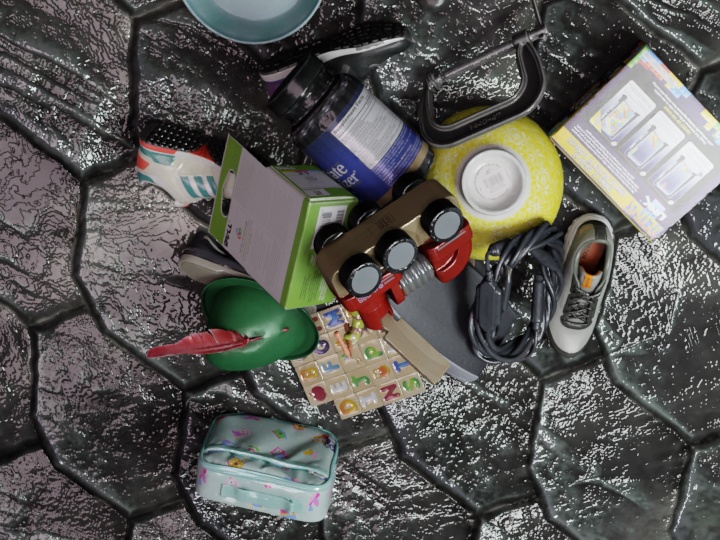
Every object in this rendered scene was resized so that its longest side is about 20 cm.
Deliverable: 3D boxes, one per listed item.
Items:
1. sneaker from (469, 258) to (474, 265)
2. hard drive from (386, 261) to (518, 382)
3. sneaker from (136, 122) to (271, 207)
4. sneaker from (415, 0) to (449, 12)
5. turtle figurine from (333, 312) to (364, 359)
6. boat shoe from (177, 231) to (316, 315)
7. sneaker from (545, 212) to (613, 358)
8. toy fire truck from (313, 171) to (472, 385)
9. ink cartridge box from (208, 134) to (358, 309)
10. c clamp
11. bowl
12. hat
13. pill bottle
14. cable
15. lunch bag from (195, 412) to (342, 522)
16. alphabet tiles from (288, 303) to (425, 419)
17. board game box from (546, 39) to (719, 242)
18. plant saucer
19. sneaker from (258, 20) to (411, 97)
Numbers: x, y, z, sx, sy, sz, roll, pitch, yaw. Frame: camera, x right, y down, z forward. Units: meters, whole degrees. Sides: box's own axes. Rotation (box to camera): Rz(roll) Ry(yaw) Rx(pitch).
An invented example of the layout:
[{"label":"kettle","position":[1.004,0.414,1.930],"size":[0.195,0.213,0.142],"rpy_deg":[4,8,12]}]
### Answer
[{"label":"sneaker","position":[0.123,0.015,1.434],"size":[0.070,0.076,0.202],"rpy_deg":[-10,108,8]},{"label":"hard drive","position":[0.111,0.048,1.375],"size":[0.200,0.042,0.135],"rpy_deg":[40,82,-28]},{"label":"sneaker","position":[-0.206,-0.123,1.428],"size":[0.198,0.071,0.094],"rpy_deg":[19,127,-4]},{"label":"sneaker","position":[0.099,-0.412,1.285],"size":[0.075,0.091,0.202],"rpy_deg":[9,110,-1]},{"label":"turtle figurine","position":[0.000,0.000,1.393],"size":[0.064,0.161,0.202],"rpy_deg":[-2,108,5]},{"label":"boat shoe","position":[-0.146,0.002,1.455],"size":[0.199,0.063,0.073],"rpy_deg":[20,151,0]},{"label":"sneaker","position":[0.291,0.027,1.424],"size":[0.073,0.079,0.202],"rpy_deg":[8,111,-1]},{"label":"toy fire truck","position":[0.063,0.017,1.273],"size":[0.175,0.129,0.201],"rpy_deg":[-34,132,-9]},{"label":"ink cartridge box","position":[-0.103,-0.068,1.337],"size":[0.075,0.200,0.149],"rpy_deg":[-6,124,-37]},{"label":"c clamp","position":[0.154,-0.243,1.335],"size":[0.199,0.172,0.027],"rpy_deg":[-27,149,20]},{"label":"bowl","position":[0.165,-0.111,1.348],"size":[0.198,0.108,0.202],"rpy_deg":[0,94,2]},{"label":"hat","position":[-0.173,0.123,1.410],"size":[0.199,0.177,0.166],"rpy_deg":[26,141,-5]},{"label":"pill bottle","position":[-0.014,-0.169,1.312],"size":[0.200,0.112,0.112],"rpy_deg":[40,107,-14]},{"label":"cable","position":[0.202,0.032,1.363],"size":[0.051,0.163,0.201],"rpy_deg":[26,136,37]},{"label":"lunch bag","position":[-0.126,0.274,1.497],"size":[0.198,0.161,0.078],"rpy_deg":[10,110,2]},{"label":"alphabet tiles","position":[0.002,0.120,1.516],"size":[0.199,0.006,0.167],"rpy_deg":[-20,106,11]},{"label":"board game box","position":[0.366,-0.164,1.366],"size":[0.200,0.057,0.165],"rpy_deg":[44,108,-10]},{"label":"plant saucer","position":[-0.135,-0.387,1.336],"size":[0.198,0.036,0.202],"rpy_deg":[2,113,5]},{"label":"sneaker","position":[-0.023,-0.254,1.369],"size":[0.198,0.076,0.088],"rpy_deg":[-15,122,13]}]
